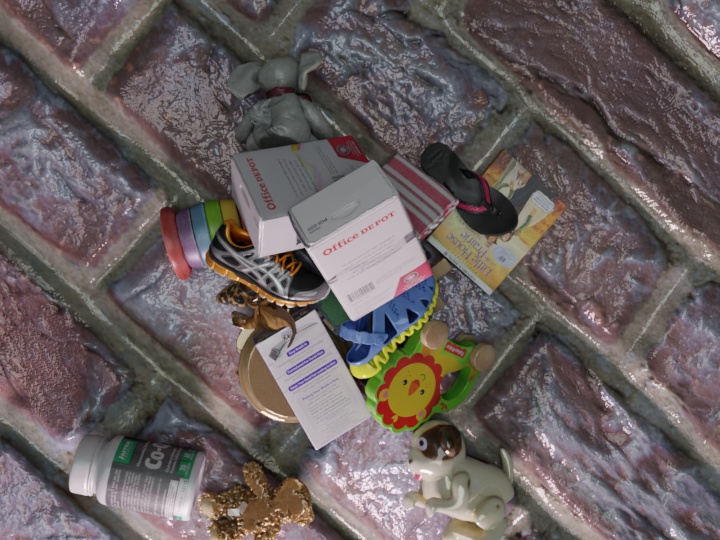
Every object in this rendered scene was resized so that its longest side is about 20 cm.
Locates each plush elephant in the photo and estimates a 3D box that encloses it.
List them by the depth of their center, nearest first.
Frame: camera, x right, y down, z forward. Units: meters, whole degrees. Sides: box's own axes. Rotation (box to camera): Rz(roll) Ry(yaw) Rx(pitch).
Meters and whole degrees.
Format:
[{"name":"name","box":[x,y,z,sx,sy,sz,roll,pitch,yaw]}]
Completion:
[{"name":"plush elephant","box":[-0.121,-0.261,1.286,0.164,0.200,0.156,2,70,13]}]

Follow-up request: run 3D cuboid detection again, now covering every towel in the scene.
[{"name":"towel","box":[0.042,-0.080,1.310,0.200,0.030,0.146,-45,61,-3]}]

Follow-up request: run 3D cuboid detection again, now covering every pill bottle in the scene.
[{"name":"pill bottle","box":[-0.363,0.335,1.337,0.199,0.113,0.114,12,94,-4]}]

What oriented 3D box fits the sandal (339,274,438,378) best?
[{"name":"sandal","box":[0.041,0.069,1.253,0.200,0.079,0.087,-49,121,-13]}]

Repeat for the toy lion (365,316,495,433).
[{"name":"toy lion","box":[0.104,0.175,1.315,0.199,0.069,0.193,25,91,-39]}]

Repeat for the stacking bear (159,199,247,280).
[{"name":"stacking bear","box":[-0.212,-0.067,1.320,0.199,0.114,0.122,-15,95,-5]}]

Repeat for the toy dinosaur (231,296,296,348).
[{"name":"toy dinosaur","box":[-0.127,0.068,1.255,0.060,0.199,0.107,23,77,-34]}]

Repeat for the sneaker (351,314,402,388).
[{"name":"sneaker","box":[0.027,0.154,1.355,0.095,0.079,0.201,-7,104,14]}]

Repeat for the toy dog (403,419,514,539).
[{"name":"toy dog","box":[0.159,0.336,1.338,0.194,0.139,0.200,-43,104,-13]}]

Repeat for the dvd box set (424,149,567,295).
[{"name":"dvd box set","box":[0.226,-0.080,1.368,0.146,0.029,0.200,42,92,-2]}]

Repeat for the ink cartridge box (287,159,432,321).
[{"name":"ink cartridge box","box":[0.003,-0.038,1.163,0.145,0.200,0.085,-30,53,-1]}]

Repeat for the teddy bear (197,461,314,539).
[{"name":"teddy bear","box":[-0.176,0.400,1.381,0.199,0.067,0.145,-34,85,7]}]

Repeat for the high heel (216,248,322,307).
[{"name":"high heel","box":[-0.168,-0.015,1.303,0.199,0.072,0.143,-18,134,14]}]

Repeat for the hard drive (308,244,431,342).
[{"name":"hard drive","box":[0.000,0.000,1.331,0.200,0.038,0.140,-45,60,1]}]

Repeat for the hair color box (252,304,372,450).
[{"name":"hair color box","box":[-0.077,0.169,1.302,0.109,0.065,0.201,-30,103,-8]}]

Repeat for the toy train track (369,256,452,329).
[{"name":"toy train track","box":[0.066,0.043,1.374,0.200,0.033,0.115,-37,107,7]}]

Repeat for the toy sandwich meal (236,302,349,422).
[{"name":"toy sandwich meal","box":[-0.118,0.153,1.360,0.204,0.070,0.207,-1,96,-13]}]

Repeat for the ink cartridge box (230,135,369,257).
[{"name":"ink cartridge box","box":[-0.078,-0.114,1.215,0.199,0.086,0.148,-13,51,-19]}]

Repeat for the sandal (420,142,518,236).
[{"name":"sandal","box":[0.172,-0.131,1.329,0.075,0.045,0.200,-45,78,3]}]

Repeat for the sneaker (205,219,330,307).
[{"name":"sneaker","box":[-0.137,-0.010,1.222,0.199,0.078,0.078,21,120,3]}]
